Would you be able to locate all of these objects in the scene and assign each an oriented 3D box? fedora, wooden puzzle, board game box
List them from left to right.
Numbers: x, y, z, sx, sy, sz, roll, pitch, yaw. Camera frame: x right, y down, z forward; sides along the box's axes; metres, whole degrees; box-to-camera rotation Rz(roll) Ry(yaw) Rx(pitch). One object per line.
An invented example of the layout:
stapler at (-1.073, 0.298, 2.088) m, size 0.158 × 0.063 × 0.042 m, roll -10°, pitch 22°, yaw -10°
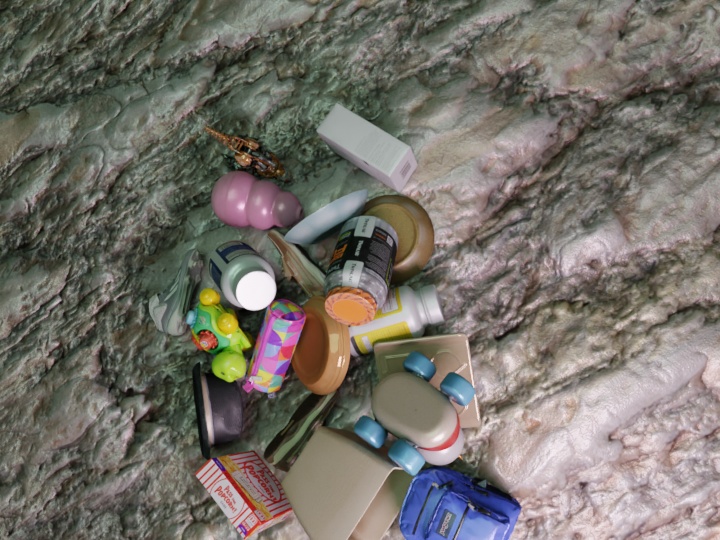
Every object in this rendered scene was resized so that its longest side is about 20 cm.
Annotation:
fedora at (-0.294, 0.285, 1.300) m, size 0.091 × 0.201 × 0.201 m, roll -6°, pitch 75°, yaw -18°
board game box at (-0.216, 0.427, 1.212) m, size 0.046 × 0.200 × 0.152 m, roll -45°, pitch 73°, yaw 1°
wooden puzzle at (0.131, 0.220, 1.230) m, size 0.185 × 0.046 × 0.201 m, roll -8°, pitch 102°, yaw 12°

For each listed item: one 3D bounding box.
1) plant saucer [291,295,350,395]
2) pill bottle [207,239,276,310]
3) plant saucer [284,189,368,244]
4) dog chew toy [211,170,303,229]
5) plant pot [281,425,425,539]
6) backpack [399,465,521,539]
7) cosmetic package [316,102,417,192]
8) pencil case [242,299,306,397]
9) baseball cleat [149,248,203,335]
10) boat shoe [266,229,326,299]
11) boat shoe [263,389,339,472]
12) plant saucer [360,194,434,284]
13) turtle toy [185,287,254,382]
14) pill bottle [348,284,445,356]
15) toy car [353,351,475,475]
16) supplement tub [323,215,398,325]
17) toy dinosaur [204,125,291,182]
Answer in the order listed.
plant saucer at (-0.090, 0.150, 1.260) m, size 0.200 × 0.037 × 0.201 m, roll -6°, pitch 82°, yaw 53°
pill bottle at (-0.243, 0.012, 1.299) m, size 0.111 × 0.111 × 0.200 m, roll -54°, pitch 30°, yaw -1°
plant saucer at (-0.061, -0.098, 1.287) m, size 0.201 × 0.201 × 0.039 m, roll -31°, pitch 85°, yaw 6°
dog chew toy at (-0.223, -0.146, 1.376) m, size 0.199 × 0.125 × 0.125 m, roll 14°, pitch 82°, yaw 10°
plant pot at (-0.027, 0.405, 1.183) m, size 0.177 × 0.200 × 0.200 m, roll 31°, pitch 87°, yaw 29°
backpack at (0.173, 0.444, 1.132) m, size 0.200 × 0.168 × 0.163 m, roll 22°, pitch 78°, yaw 21°
cosmetic package at (0.016, -0.263, 1.343) m, size 0.200 × 0.113 × 0.081 m, roll 33°, pitch 88°, yaw 19°
pencil case at (-0.176, 0.159, 1.278) m, size 0.088 × 0.088 × 0.200 m, roll 28°, pitch 113°, yaw 18°
baseball cleat at (-0.421, 0.043, 1.410) m, size 0.106 × 0.070 × 0.201 m, roll 9°, pitch 80°, yaw 15°
boat shoe at (-0.141, -0.010, 1.350) m, size 0.072 × 0.076 × 0.200 m, roll -46°, pitch 70°, yaw 5°
boat shoe at (-0.106, 0.324, 1.284) m, size 0.075 × 0.075 × 0.202 m, roll 45°, pitch 84°, yaw -17°
plant saucer at (0.057, -0.071, 1.332) m, size 0.200 × 0.035 × 0.201 m, roll -3°, pitch 78°, yaw 13°
turtle toy at (-0.291, 0.139, 1.301) m, size 0.101 × 0.146 × 0.200 m, roll -36°, pitch 61°, yaw -8°
pill bottle at (0.064, 0.095, 1.257) m, size 0.199 × 0.111 × 0.112 m, roll -17°, pitch 75°, yaw 11°
toy car at (0.122, 0.292, 1.162) m, size 0.177 × 0.200 × 0.184 m, roll 25°, pitch 67°, yaw 42°
supplement tub at (0.000, 0.000, 1.210) m, size 0.122 × 0.123 × 0.200 m, roll 2°, pitch 47°, yaw 14°
toy dinosaur at (-0.246, -0.264, 1.390) m, size 0.102 × 0.136 × 0.200 m, roll -43°, pitch 114°, yaw -13°
